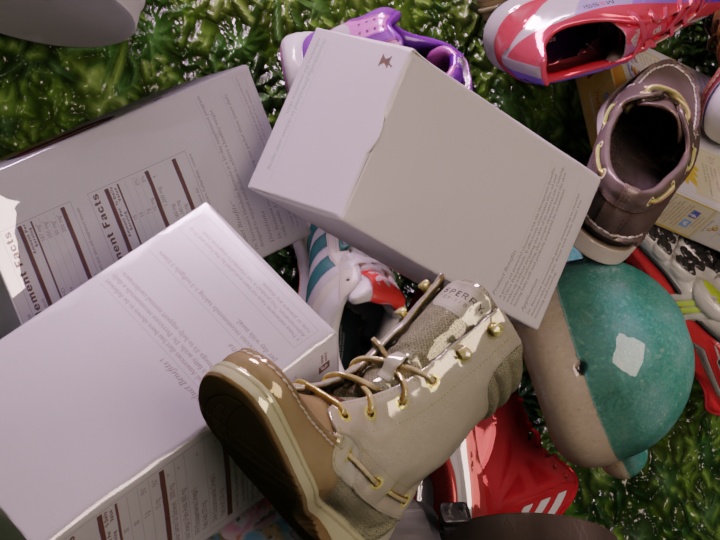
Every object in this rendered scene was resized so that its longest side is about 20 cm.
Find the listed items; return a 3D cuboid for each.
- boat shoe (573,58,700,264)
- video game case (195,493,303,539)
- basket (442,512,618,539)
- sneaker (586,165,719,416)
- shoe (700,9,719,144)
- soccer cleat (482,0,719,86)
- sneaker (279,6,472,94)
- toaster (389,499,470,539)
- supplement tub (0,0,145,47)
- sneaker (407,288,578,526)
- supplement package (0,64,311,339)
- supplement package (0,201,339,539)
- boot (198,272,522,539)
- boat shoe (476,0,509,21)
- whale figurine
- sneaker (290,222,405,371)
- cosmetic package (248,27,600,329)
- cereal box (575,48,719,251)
[{"bbox_3d":[0.183,-0.082,1.613,0.072,0.060,0.200,33,40,1],"label":"boat shoe"},{"bbox_3d":[-0.123,0.126,1.410,0.182,0.022,0.200,-32,59,-20],"label":"video game case"},{"bbox_3d":[0.098,0.257,1.510,0.136,0.180,0.201,56,31,-60],"label":"basket"},{"bbox_3d":[0.204,0.017,1.721,0.200,0.085,0.077,51,29,5],"label":"sneaker"},{"bbox_3d":[0.268,-0.155,1.770,0.200,0.091,0.072,-37,147,-42],"label":"shoe"},{"bbox_3d":[0.182,-0.168,1.678,0.199,0.073,0.068,-19,123,-17],"label":"soccer cleat"},{"bbox_3d":[0.041,-0.097,1.581,0.200,0.088,0.081,38,31,-39],"label":"sneaker"},{"bbox_3d":[-0.027,0.205,1.469,0.129,0.200,0.114,6,44,-28],"label":"toaster"},{"bbox_3d":[-0.169,-0.245,1.462,0.145,0.145,0.201,20,72,-31],"label":"supplement tub"},{"bbox_3d":[0.084,0.093,1.637,0.115,0.078,0.201,8,90,-42],"label":"sneaker"},{"bbox_3d":[-0.150,-0.028,1.459,0.200,0.114,0.110,-27,99,-35],"label":"supplement package"},{"bbox_3d":[-0.122,0.082,1.353,0.200,0.117,0.117,-35,63,-21],"label":"supplement package"},{"bbox_3d":[0.006,0.058,1.301,0.155,0.072,0.200,-46,146,-11],"label":"boot"},{"bbox_3d":[0.159,-0.215,1.732,0.199,0.073,0.063,-12,96,-24],"label":"boat shoe"},{"bbox_3d":[0.163,0.052,1.622,0.200,0.103,0.160,-2,73,-79],"label":"whale figurine"},{"bbox_3d":[0.000,0.000,1.569,0.070,0.093,0.200,16,73,-32],"label":"sneaker"},{"bbox_3d":[0.042,-0.051,1.483,0.200,0.085,0.108,30,82,-45],"label":"cosmetic package"},{"bbox_3d":[0.241,-0.075,1.745,0.200,0.040,0.144,22,41,-30],"label":"cereal box"}]
